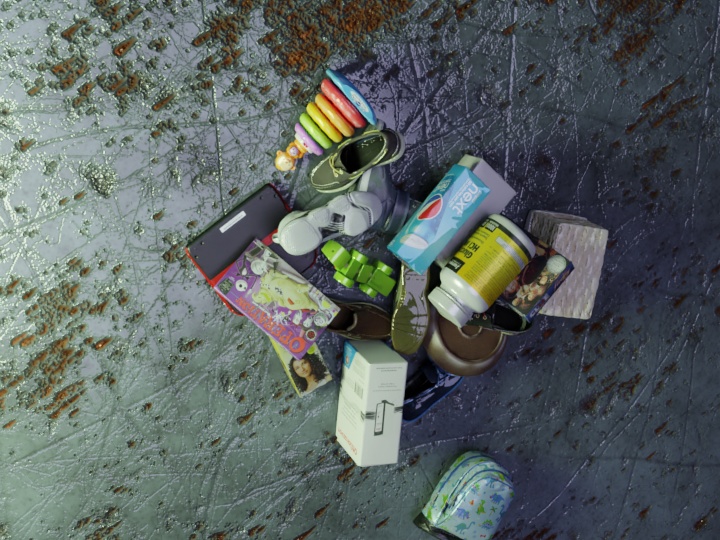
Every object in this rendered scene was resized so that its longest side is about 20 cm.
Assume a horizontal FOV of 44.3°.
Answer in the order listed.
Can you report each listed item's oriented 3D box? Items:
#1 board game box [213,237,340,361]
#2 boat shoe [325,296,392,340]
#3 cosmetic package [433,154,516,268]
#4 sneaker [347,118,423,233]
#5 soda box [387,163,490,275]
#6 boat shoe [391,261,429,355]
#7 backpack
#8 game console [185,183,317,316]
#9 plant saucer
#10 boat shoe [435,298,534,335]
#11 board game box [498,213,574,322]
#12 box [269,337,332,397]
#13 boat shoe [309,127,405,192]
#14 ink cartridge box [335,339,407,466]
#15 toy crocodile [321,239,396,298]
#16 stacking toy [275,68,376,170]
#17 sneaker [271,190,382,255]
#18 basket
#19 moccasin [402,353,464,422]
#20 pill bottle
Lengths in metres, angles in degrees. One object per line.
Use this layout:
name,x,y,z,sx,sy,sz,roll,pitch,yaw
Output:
board game box,-0.147,0.051,1.565,0.199,0.032,0.120,39,82,1
boat shoe,-0.021,0.097,1.671,0.200,0.075,0.076,12,99,-21
cosmetic package,0.188,-0.110,1.689,0.107,0.085,0.201,41,87,-23
sneaker,0.057,-0.168,1.633,0.144,0.077,0.205,10,100,-19
soda box,0.141,-0.093,1.600,0.068,0.064,0.201,40,88,-19
boat shoe,0.099,0.059,1.701,0.071,0.066,0.204,5,94,1
backpack,0.229,0.476,1.824,0.162,0.153,0.202,32,78,-16
game console,-0.193,-0.033,1.610,0.199,0.031,0.178,-38,108,-7
plant saucer,0.210,0.106,1.737,0.197,0.032,0.203,4,78,-19
boat shoe,0.241,0.076,1.705,0.199,0.063,0.075,17,76,-15
board game box,0.290,-0.012,1.694,0.136,0.200,0.035,-50,147,-2
box,-0.124,0.134,1.643,0.075,0.050,0.202,-30,118,-11
boat shoe,-0.018,-0.196,1.556,0.060,0.200,0.073,-1,70,-57
ink cartridge box,0.019,0.249,1.683,0.083,0.146,0.203,0,104,-20
toy crocodile,0.000,0.000,1.646,0.199,0.062,0.068,26,97,-50
stacking toy,-0.077,-0.250,1.568,0.200,0.110,0.116,-42,114,7
sneaker,-0.065,-0.088,1.567,0.198,0.115,0.076,-25,103,-19
basket,0.400,-0.008,1.765,0.134,0.123,0.203,6,101,-20
moccasin,0.144,0.216,1.751,0.200,0.080,0.068,-49,126,-4
pill bottle,0.220,0.002,1.627,0.112,0.112,0.200,44,85,-22
